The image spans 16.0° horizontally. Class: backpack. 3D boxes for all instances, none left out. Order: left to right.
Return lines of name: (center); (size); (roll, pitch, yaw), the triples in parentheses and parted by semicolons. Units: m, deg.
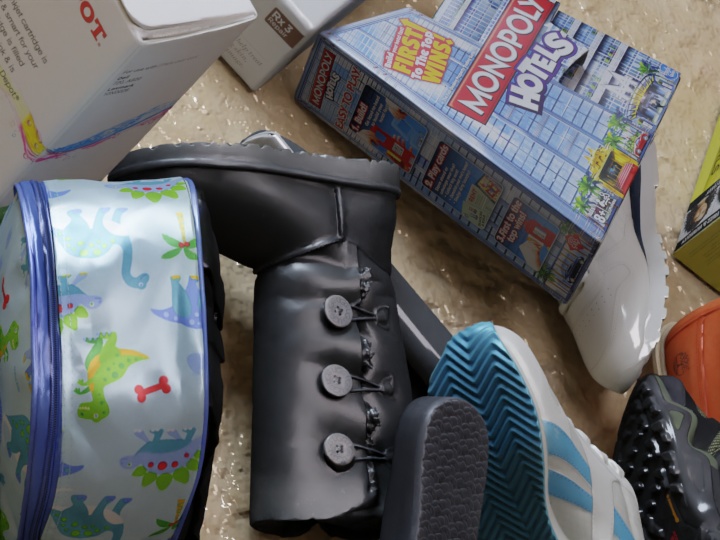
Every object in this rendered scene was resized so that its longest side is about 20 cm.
backpack: (-0.138, 0.057, 1.163); (0.147, 0.200, 0.183); (2, 59, -16)

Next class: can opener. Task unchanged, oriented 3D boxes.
can opener: (0.000, 0.000, 1.427); (0.200, 0.053, 0.066); (52, 43, 3)

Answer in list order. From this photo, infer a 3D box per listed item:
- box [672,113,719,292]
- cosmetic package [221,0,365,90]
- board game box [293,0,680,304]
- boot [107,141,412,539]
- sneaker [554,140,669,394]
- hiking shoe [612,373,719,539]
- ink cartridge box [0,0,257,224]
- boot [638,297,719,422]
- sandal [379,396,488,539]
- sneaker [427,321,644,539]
box: (0.266, -0.076, 1.689); (0.050, 0.075, 0.200); (38, 44, -12)
cosmetic package: (-0.029, -0.200, 1.536); (0.102, 0.074, 0.200); (48, 44, 0)
board game box: (0.075, -0.105, 1.515); (0.200, 0.062, 0.200); (28, 47, 2)
boot: (-0.051, 0.039, 1.337); (0.165, 0.066, 0.200); (3, 79, -20)
sneaker: (0.134, -0.012, 1.544); (0.080, 0.076, 0.200); (16, 45, -20)
hiking shoe: (0.211, 0.136, 1.444); (0.101, 0.076, 0.200); (6, 37, -23)
ink cartridge box: (-0.160, -0.126, 1.276); (0.084, 0.200, 0.145); (-17, 73, -45)
boot: (0.231, 0.104, 1.507); (0.075, 0.107, 0.200); (8, 57, -38)
sandal: (0.023, 0.163, 1.309); (0.076, 0.043, 0.200); (31, 65, -44)
sneaker: (0.099, 0.116, 1.394); (0.081, 0.076, 0.200); (-38, 111, -50)
